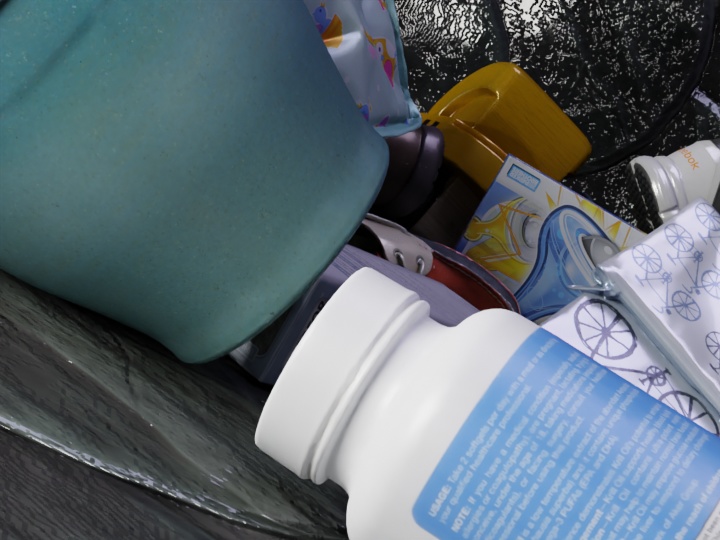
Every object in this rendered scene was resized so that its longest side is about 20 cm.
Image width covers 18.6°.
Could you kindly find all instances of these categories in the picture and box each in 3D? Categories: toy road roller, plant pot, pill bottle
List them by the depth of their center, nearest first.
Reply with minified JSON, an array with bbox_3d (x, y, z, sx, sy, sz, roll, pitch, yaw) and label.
[{"bbox_3d":[0.065,0.084,0.826,0.200,0.112,0.112,32,8,9],"label":"pill bottle"},{"bbox_3d":[-0.095,-0.069,0.950,0.188,0.200,0.200,42,4,-18],"label":"plant pot"},{"bbox_3d":[0.059,-0.057,1.415,0.123,0.146,0.200,46,-9,-20],"label":"toy road roller"}]

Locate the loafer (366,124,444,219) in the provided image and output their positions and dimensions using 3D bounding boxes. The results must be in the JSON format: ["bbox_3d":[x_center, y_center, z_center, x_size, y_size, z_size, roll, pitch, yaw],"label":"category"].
[{"bbox_3d":[-0.028,-0.064,1.308,0.071,0.073,0.200,27,-24,-25],"label":"loafer"}]

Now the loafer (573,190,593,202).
[{"bbox_3d":[0.144,0.004,1.408,0.072,0.073,0.200,47,8,-16],"label":"loafer"}]

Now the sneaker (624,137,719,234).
[{"bbox_3d":[0.225,0.005,1.356,0.074,0.080,0.200,-122,-169,-52],"label":"sneaker"}]

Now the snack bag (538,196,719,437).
[{"bbox_3d":[0.181,0.066,1.133,0.200,0.021,0.189,-30,71,-37],"label":"snack bag"}]

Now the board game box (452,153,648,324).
[{"bbox_3d":[0.139,0.040,1.289,0.200,0.136,0.034,30,6,1],"label":"board game box"}]

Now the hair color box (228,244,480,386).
[{"bbox_3d":[0.000,0.029,1.115,0.200,0.061,0.099,23,11,-48],"label":"hair color box"}]

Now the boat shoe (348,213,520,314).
[{"bbox_3d":[0.000,0.000,1.237,0.199,0.071,0.063,24,-6,-5],"label":"boat shoe"}]

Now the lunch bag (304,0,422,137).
[{"bbox_3d":[-0.076,-0.095,1.136,0.170,0.122,0.200,-11,7,17],"label":"lunch bag"}]
